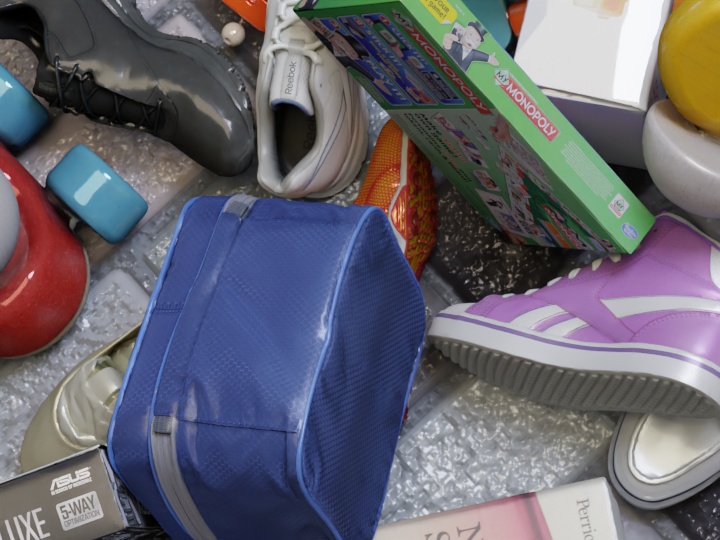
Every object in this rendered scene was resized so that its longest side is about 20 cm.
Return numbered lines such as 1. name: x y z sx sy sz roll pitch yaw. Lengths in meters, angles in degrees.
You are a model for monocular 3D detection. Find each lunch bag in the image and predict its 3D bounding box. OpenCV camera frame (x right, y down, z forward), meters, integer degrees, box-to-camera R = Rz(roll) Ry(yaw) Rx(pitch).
1. lunch bag: -0.054 0.050 1.235 0.132 0.136 0.200 3 57 21

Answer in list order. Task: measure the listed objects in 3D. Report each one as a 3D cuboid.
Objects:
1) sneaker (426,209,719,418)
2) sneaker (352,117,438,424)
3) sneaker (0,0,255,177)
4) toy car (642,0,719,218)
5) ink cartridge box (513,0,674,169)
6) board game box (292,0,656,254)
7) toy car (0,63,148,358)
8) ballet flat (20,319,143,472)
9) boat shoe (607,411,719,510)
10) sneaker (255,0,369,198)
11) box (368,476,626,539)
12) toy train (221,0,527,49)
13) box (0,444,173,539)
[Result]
1. sneaker: 0.139 0.019 1.300 0.200 0.073 0.115 7 66 35
2. sneaker: 0.000 0.000 1.341 0.077 0.073 0.201 7 76 19
3. sneaker: -0.148 -0.116 1.372 0.200 0.076 0.091 39 51 21
4. toy car: 0.256 -0.105 1.222 0.200 0.150 0.175 26 118 -4
5. ink cartridge box: 0.151 -0.174 1.317 0.083 0.145 0.201 13 81 10
6. board game box: 0.063 -0.088 1.269 0.200 0.134 0.029 46 73 -22
7. toy car: -0.253 -0.036 1.320 0.177 0.200 0.184 43 87 15
8. ballet flat: -0.130 0.058 1.350 0.200 0.069 0.070 -40 75 -1
9. boat shoe: 0.215 0.052 1.297 0.074 0.067 0.200 40 86 15
10. sneaker: -0.025 -0.135 1.332 0.074 0.087 0.201 5 104 15
11. box: 0.058 0.202 1.267 0.199 0.109 0.128 -14 76 6
12. toy train: 0.013 -0.171 1.388 0.200 0.056 0.150 33 110 4
13. box: -0.188 0.152 1.270 0.157 0.200 0.050 -20 80 5
